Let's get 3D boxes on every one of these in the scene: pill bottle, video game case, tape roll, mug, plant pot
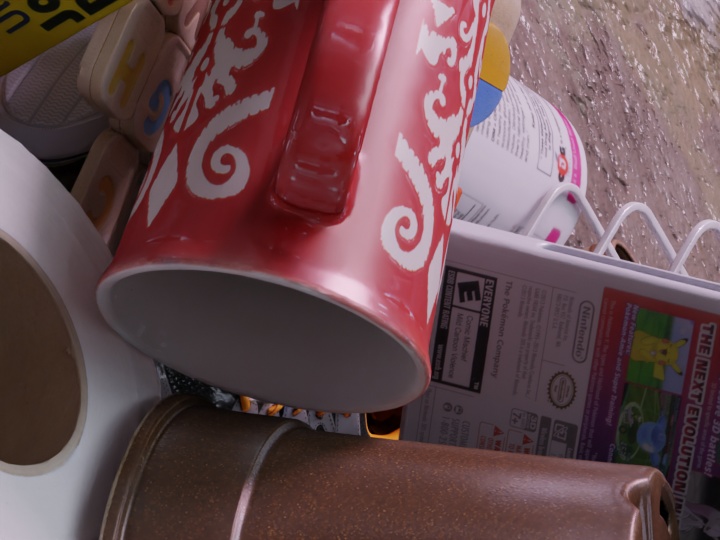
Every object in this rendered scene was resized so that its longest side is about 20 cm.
[{"bbox_3d":[0.022,-0.070,1.302,0.200,0.113,0.114,27,47,-50],"label":"pill bottle"},{"bbox_3d":[0.101,0.093,1.038,0.023,0.182,0.201,-34,135,-63],"label":"video game case"},{"bbox_3d":[-0.163,0.040,0.952,0.202,0.071,0.203,40,37,-39],"label":"tape roll"},{"bbox_3d":[-0.002,-0.064,0.987,0.133,0.177,0.201,29,63,-28],"label":"mug"},{"bbox_3d":[0.020,0.150,0.976,0.200,0.197,0.201,1,90,-75],"label":"plant pot"}]

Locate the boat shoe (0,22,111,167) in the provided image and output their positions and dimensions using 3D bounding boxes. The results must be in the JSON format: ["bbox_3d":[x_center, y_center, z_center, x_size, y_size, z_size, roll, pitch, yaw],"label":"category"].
[{"bbox_3d":[-0.102,-0.094,1.161,0.200,0.072,0.062,-47,153,-48],"label":"boat shoe"}]

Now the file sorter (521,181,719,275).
[{"bbox_3d":[0.172,0.052,1.277,0.125,0.199,0.139,-57,139,-20],"label":"file sorter"}]

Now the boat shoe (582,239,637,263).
[{"bbox_3d":[0.169,0.073,1.456,0.076,0.072,0.200,-12,70,-60],"label":"boat shoe"}]

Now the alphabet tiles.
[{"bbox_3d":[-0.071,-0.087,1.119,0.196,0.015,0.200,-66,160,-12],"label":"alphabet tiles"}]

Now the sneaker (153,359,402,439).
[{"bbox_3d":[-0.039,0.054,1.145,0.200,0.077,0.079,16,57,-53],"label":"sneaker"}]

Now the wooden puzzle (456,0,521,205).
[{"bbox_3d":[0.002,-0.074,1.153,0.185,0.046,0.201,25,83,-50],"label":"wooden puzzle"}]

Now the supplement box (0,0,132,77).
[{"bbox_3d":[-0.138,-0.169,1.014,0.109,0.200,0.110,35,41,-41],"label":"supplement box"}]
